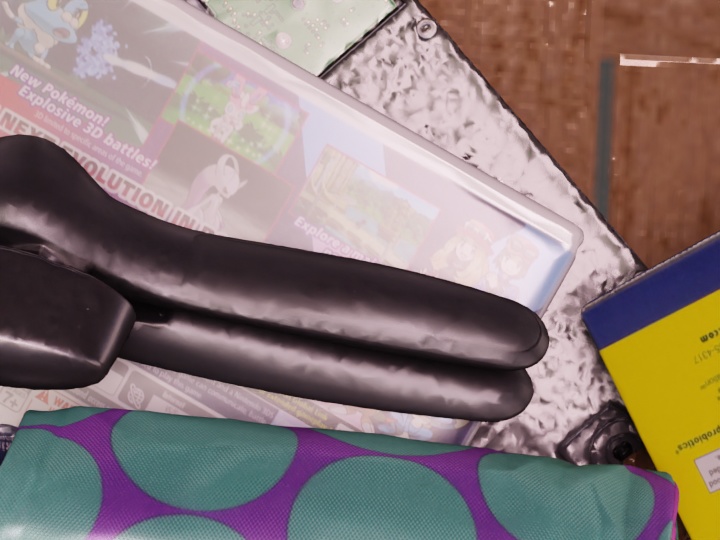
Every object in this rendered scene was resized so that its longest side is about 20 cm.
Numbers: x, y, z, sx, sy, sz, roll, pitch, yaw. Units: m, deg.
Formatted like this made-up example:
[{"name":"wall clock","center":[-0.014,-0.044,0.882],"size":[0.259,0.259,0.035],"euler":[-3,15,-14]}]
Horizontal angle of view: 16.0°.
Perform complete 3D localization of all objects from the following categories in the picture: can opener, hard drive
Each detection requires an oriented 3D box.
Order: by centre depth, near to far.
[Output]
[{"name":"can opener","center":[-0.045,0.013,0.741],"size":[0.200,0.063,0.079],"euler":[11,63,-8]},{"name":"hard drive","center":[0.000,0.000,0.807],"size":[0.140,0.038,0.200],"euler":[-41,90,0]}]

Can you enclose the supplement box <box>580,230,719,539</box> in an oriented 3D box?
[{"name":"supplement box","center":[0.173,0.067,0.741],"size":[0.109,0.109,0.200],"euler":[-31,83,44]}]

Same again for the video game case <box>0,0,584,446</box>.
[{"name":"video game case","center":[-0.062,0.018,0.780],"size":[0.200,0.023,0.182],"euler":[30,91,2]}]

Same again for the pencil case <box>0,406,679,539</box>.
[{"name":"pencil case","center":[-0.011,0.089,0.723],"size":[0.200,0.092,0.085],"euler":[6,54,-1]}]
